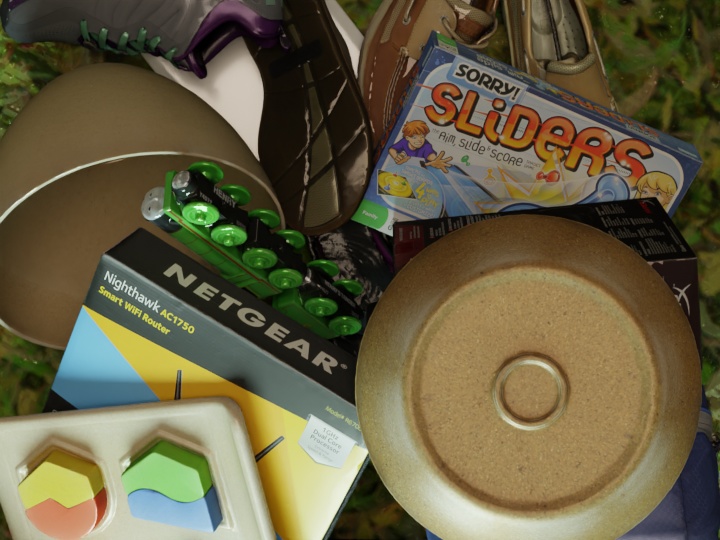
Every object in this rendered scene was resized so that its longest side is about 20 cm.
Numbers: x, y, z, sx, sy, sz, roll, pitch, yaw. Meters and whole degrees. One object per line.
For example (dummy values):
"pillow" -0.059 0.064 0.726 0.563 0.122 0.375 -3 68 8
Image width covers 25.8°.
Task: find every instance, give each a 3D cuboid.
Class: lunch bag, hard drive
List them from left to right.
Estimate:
"hard drive" -0.095 -0.182 1.109 0.132 0.027 0.200 -38 89 -2
"lunch bag" 0.136 0.126 0.986 0.199 0.136 0.133 -6 71 1

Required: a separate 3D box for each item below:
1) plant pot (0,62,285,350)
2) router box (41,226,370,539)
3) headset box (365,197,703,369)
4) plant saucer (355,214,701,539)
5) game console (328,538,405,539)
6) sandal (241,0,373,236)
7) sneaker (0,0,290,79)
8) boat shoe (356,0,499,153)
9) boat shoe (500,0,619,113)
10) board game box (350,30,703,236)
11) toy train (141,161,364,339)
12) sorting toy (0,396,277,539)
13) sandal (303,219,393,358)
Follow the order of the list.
"plant pot" -0.163 -0.058 1.041 0.200 0.200 0.135 -19 56 -1
"router box" -0.090 0.087 0.984 0.200 0.051 0.149 30 121 7
"headset box" 0.102 0.014 0.989 0.199 0.149 0.077 -7 106 2
"plant saucer" 0.095 0.067 0.891 0.200 0.035 0.201 0 89 4
"game console" -0.044 0.286 1.047 0.170 0.118 0.201 -5 89 32
"sandal" -0.036 -0.121 1.071 0.082 0.055 0.201 -23 73 18
"sneaker" -0.145 -0.165 1.047 0.199 0.074 0.088 -12 78 12
"boat shoe" 0.054 -0.168 1.076 0.076 0.072 0.201 15 89 -32
"boat shoe" 0.139 -0.132 1.084 0.071 0.076 0.201 -19 92 -4
"board game box" 0.110 -0.060 1.060 0.200 0.034 0.136 21 114 -11
"toy train" -0.066 -0.007 1.003 0.056 0.200 0.042 -16 55 29
"sorting toy" -0.142 0.173 0.989 0.199 0.036 0.186 -5 109 24
"sandal" -0.001 0.000 1.094 0.075 0.048 0.201 -25 89 -1
